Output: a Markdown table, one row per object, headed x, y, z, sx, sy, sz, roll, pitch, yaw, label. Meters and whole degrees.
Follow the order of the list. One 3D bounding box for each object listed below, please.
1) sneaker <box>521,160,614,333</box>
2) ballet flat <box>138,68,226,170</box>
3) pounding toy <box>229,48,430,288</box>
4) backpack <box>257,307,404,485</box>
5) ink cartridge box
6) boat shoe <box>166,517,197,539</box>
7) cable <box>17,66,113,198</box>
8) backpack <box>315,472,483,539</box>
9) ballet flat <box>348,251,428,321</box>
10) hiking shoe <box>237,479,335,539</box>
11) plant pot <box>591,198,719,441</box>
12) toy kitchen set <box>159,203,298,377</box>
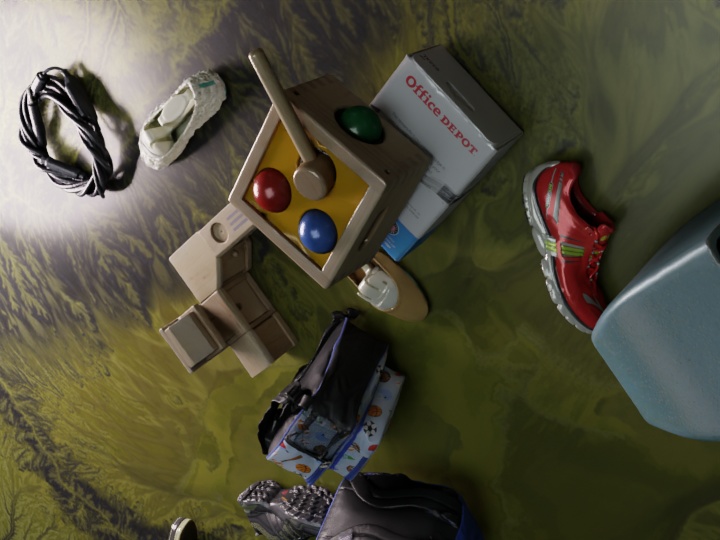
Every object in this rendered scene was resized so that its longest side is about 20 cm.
| x | y | z | sx | sy | sz | roll | pitch | yaw | label |
| --- | --- | --- | --- | --- | --- | --- | --- | --- | --- |
| 0.242 | -0.025 | 1.102 | 0.084 | 0.077 | 0.202 | -16 | 102 | 31 | sneaker |
| -0.256 | -0.201 | 1.344 | 0.072 | 0.072 | 0.200 | 52 | 128 | 2 | ballet flat |
| -0.048 | -0.117 | 1.086 | 0.184 | 0.142 | 0.201 | 41 | 127 | 13 | pounding toy |
| -0.041 | 0.184 | 1.316 | 0.154 | 0.200 | 0.191 | 39 | 131 | -5 | backpack |
| 0.066 | -0.135 | 1.156 | 0.145 | 0.084 | 0.200 | 48 | 128 | 7 | ink cartridge box |
| -0.321 | 0.490 | 1.687 | 0.065 | 0.072 | 0.203 | 22 | 125 | 17 | boat shoe |
| -0.438 | -0.188 | 1.474 | 0.162 | 0.051 | 0.201 | -26 | 96 | 37 | cable |
| 0.066 | 0.367 | 1.339 | 0.198 | 0.164 | 0.168 | -4 | 138 | 33 | backpack |
| 0.000 | 0.000 | 1.272 | 0.200 | 0.063 | 0.069 | 44 | 127 | 8 | ballet flat |
| -0.092 | 0.377 | 1.501 | 0.198 | 0.076 | 0.102 | 5 | 122 | 40 | hiking shoe |
| 0.351 | 0.053 | 1.000 | 0.199 | 0.196 | 0.197 | -34 | 92 | 46 | plant pot |
| -0.155 | 0.028 | 1.319 | 0.180 | 0.163 | 0.201 | -36 | 90 | 38 | toy kitchen set |
